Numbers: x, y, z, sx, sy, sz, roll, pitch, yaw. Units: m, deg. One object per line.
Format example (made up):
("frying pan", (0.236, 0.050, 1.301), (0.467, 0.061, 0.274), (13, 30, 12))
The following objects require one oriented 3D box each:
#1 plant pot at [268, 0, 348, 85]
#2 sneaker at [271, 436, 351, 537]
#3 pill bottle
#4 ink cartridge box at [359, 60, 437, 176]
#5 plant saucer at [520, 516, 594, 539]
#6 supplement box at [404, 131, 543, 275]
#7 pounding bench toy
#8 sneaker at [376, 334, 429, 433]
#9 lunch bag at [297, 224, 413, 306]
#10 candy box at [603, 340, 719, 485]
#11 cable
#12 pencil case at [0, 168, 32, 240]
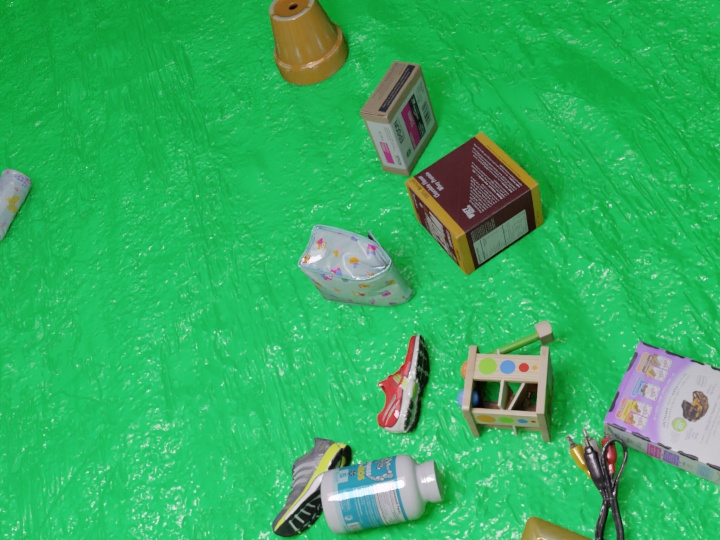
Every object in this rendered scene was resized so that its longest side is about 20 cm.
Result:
("plant pot", (-0.151, -0.624, 2.054), (0.199, 0.184, 0.201), (-9, 55, 13))
("sneaker", (-0.098, 0.391, 1.423), (0.081, 0.074, 0.200), (18, 58, 39))
("pill bottle", (0.039, 0.382, 1.348), (0.199, 0.111, 0.111), (-14, 53, 8))
("ink cartridge box", (0.092, -0.341, 1.767), (0.075, 0.200, 0.165), (17, 64, 29))
("plant saucer", (0.317, 0.502, 1.195), (0.199, 0.048, 0.201), (15, 70, 26))
("supplement box", (0.235, -0.141, 1.623), (0.199, 0.133, 0.198), (-33, 53, -6))
("pounding bench toy", (0.261, 0.184, 1.398), (0.155, 0.124, 0.201), (0, 57, 20))
("sneaker", (0.076, 0.207, 1.479), (0.084, 0.077, 0.201), (2, 57, 26))
("lunch bag", (0.000, 0.000, 1.584), (0.199, 0.170, 0.123), (10, 68, 24))
("candy box", (0.532, 0.234, 1.304), (0.199, 0.072, 0.168), (21, 65, 30))
("cable", (0.404, 0.351, 1.268), (0.097, 0.050, 0.201), (-21, 71, 24))
("pencil case", (-0.955, -0.174, 2.086), (0.090, 0.083, 0.201), (-1, 56, 28))
